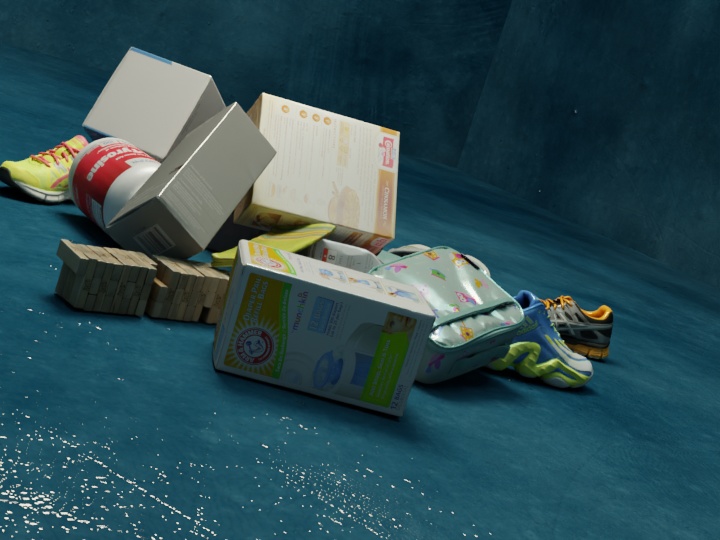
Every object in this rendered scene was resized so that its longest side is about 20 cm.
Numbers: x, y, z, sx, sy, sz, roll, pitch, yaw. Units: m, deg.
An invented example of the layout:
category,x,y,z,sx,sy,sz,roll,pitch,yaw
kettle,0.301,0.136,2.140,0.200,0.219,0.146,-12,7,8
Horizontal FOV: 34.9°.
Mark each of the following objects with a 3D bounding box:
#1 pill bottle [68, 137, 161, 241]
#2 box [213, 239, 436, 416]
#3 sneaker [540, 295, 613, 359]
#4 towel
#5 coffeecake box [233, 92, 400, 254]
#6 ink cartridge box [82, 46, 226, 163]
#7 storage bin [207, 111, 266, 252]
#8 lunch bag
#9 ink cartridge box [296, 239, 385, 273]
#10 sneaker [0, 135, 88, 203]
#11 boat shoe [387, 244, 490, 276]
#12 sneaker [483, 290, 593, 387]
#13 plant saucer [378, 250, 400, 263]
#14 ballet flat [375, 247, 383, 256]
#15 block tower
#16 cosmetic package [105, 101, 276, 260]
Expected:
category,x,y,z,sx,sy,sz,roll,pitch,yaw
pill bottle,-0.288,-0.091,1.454,0.111,0.114,0.199,10,14,-38
box,-0.041,0.056,1.148,0.197,0.114,0.101,16,12,-12
sneaker,0.295,0.073,1.743,0.197,0.078,0.078,14,13,-16
towel,-0.098,-0.032,1.332,0.085,0.018,0.200,-5,10,18
coffeecake box,-0.054,-0.121,1.477,0.197,0.156,0.073,13,-23,-22
ink cartridge box,-0.286,-0.198,1.701,0.145,0.147,0.201,22,-18,18
storage bin,-0.157,-0.114,1.612,0.144,0.203,0.134,20,20,10
lunch bag,0.098,0.052,1.366,0.160,0.078,0.199,41,36,27
ink cartridge box,0.000,0.000,1.517,0.197,0.051,0.162,9,-6,-21
sneaker,-0.409,-0.143,1.565,0.077,0.092,0.199,26,14,28
boat shoe,0.122,0.002,1.818,0.064,0.076,0.201,0,17,-42
sneaker,0.236,0.088,1.488,0.198,0.107,0.076,11,13,-32
plant saucer,0.034,-0.005,1.658,0.198,0.039,0.201,20,-2,1
ballet flat,-0.049,-0.090,1.551,0.200,0.073,0.073,49,10,-4
block tower,-0.223,0.015,1.199,0.198,0.059,0.054,12,12,-43
cosmetic package,-0.191,-0.095,1.321,0.090,0.106,0.201,48,41,-20
